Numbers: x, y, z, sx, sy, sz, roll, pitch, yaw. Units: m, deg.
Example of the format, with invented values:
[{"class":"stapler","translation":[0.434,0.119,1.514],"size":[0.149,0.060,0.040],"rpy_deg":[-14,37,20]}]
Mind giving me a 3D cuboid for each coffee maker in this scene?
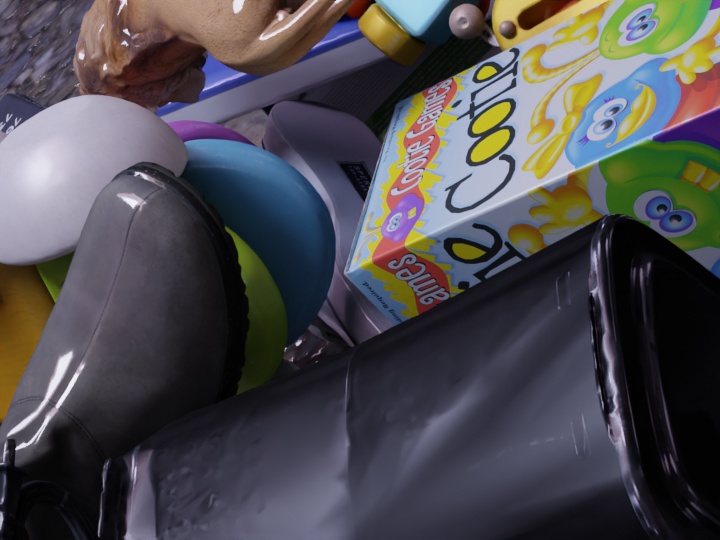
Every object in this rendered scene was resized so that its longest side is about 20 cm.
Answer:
[{"class":"coffee maker","translation":[0.025,0.079,0.669],"size":[0.200,0.192,0.135],"rpy_deg":[-27,74,31]}]

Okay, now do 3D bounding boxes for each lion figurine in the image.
[{"class":"lion figurine","translation":[-0.055,-0.113,0.878],"size":[0.123,0.072,0.200],"rpy_deg":[-55,20,-8]}]

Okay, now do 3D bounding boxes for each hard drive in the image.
[{"class":"hard drive","translation":[-0.015,-0.127,1.052],"size":[0.200,0.025,0.132],"rpy_deg":[-20,26,11]}]

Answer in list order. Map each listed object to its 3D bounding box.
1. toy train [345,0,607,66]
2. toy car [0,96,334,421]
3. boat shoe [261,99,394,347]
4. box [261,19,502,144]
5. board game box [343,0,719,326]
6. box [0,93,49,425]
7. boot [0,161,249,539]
[{"class":"toy train","translation":[0.078,-0.153,0.898],"size":[0.200,0.056,0.151],"rpy_deg":[2,83,33]},{"class":"toy car","translation":[-0.093,0.002,0.884],"size":[0.200,0.175,0.150],"rpy_deg":[-6,28,45]},{"class":"boat shoe","translation":[0.000,0.000,0.953],"size":[0.200,0.073,0.065],"rpy_deg":[-113,36,-52]},{"class":"box","translation":[0.029,-0.114,1.101],"size":[0.144,0.036,0.200],"rpy_deg":[-46,26,-3]},{"class":"board game box","translation":[0.109,-0.034,0.799],"size":[0.200,0.105,0.103],"rpy_deg":[-24,34,35]},{"class":"box","translation":[-0.154,0.007,1.082],"size":[0.148,0.104,0.200],"rpy_deg":[-55,29,-4]},{"class":"boot","translation":[-0.112,0.068,0.726],"size":[0.131,0.068,0.200],"rpy_deg":[-27,-39,-53]}]
